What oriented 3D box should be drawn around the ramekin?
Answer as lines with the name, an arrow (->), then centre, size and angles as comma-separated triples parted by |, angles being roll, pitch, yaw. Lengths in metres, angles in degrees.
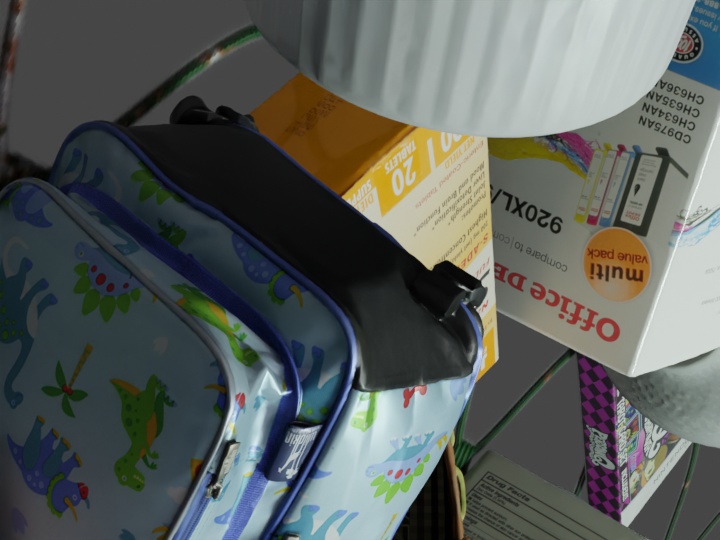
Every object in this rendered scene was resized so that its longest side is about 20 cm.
ramekin -> 0.045, -0.140, 0.724 | 0.200, 0.200, 0.098 | -34, 147, -40

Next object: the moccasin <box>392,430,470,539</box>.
moccasin -> 0.028, 0.151, 0.960 | 0.078, 0.074, 0.202 | 113, -17, -69

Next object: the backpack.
backpack -> -0.076, 0.060, 0.710 | 0.147, 0.183, 0.200 | -6, 125, -48

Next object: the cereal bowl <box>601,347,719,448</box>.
cereal bowl -> 0.207, 0.009, 1.101 | 0.083, 0.200, 0.200 | -4, 118, -47

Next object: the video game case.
video game case -> 0.218, 0.063, 1.320 | 0.181, 0.036, 0.200 | -47, 147, -28

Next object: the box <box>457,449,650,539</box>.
box -> 0.072, 0.231, 1.133 | 0.200, 0.128, 0.109 | -43, 146, -30

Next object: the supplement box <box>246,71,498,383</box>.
supplement box -> 0.000, 0.000, 0.884 | 0.126, 0.073, 0.200 | -43, 146, -29

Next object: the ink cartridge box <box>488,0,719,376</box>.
ink cartridge box -> 0.147, -0.069, 0.985 | 0.145, 0.147, 0.200 | -12, 123, -52
